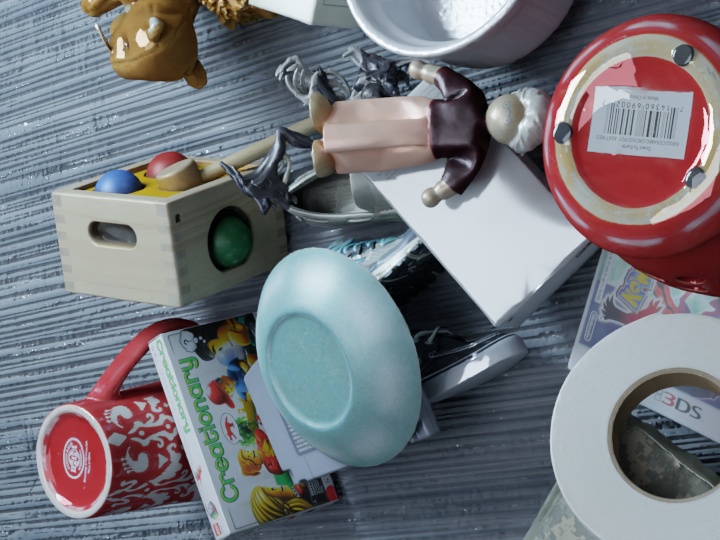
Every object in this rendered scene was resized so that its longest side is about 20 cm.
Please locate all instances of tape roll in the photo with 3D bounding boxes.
[{"bbox_3d":[0.246,0.131,1.375,0.202,0.037,0.204,-7,67,16],"label":"tape roll"}]

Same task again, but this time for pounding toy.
[{"bbox_3d":[-0.157,-0.063,1.695,0.199,0.184,0.143,6,110,38],"label":"pounding toy"}]

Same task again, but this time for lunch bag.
[{"bbox_3d":[0.227,0.230,1.437,0.164,0.117,0.201,40,114,29],"label":"lunch bag"}]

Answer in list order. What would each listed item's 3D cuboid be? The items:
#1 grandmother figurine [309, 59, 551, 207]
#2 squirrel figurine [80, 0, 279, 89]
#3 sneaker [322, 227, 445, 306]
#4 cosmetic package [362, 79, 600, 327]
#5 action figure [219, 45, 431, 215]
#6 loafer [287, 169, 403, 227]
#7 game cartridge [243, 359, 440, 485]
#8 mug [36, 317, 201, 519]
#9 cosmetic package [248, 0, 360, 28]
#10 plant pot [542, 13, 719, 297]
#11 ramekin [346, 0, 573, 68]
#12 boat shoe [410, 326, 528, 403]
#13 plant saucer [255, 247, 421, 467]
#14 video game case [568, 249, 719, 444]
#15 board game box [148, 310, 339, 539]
[{"bbox_3d":[0.060,-0.113,1.445,0.199,0.061,0.122,-6,92,16],"label":"grandmother figurine"},{"bbox_3d":[-0.166,-0.266,1.671,0.199,0.142,0.187,-18,48,12],"label":"squirrel figurine"},{"bbox_3d":[0.000,0.000,1.626,0.200,0.077,0.087,-42,66,33],"label":"sneaker"},{"bbox_3d":[0.099,-0.060,1.503,0.113,0.081,0.200,-42,78,12],"label":"cosmetic package"},{"bbox_3d":[-0.035,-0.143,1.580,0.200,0.119,0.102,-42,100,-3],"label":"action figure"},{"bbox_3d":[0.017,-0.075,1.604,0.199,0.070,0.070,-15,82,35],"label":"loafer"},{"bbox_3d":[-0.021,0.110,1.605,0.200,0.041,0.134,-25,83,47],"label":"game cartridge"},{"bbox_3d":[-0.212,0.151,1.729,0.133,0.200,0.178,-31,75,38],"label":"mug"},{"bbox_3d":[-0.021,-0.324,1.596,0.087,0.103,0.201,23,106,37],"label":"cosmetic package"},{"bbox_3d":[0.246,-0.085,1.334,0.200,0.182,0.202,-4,84,34],"label":"plant pot"},{"bbox_3d":[0.091,-0.265,1.492,0.200,0.098,0.202,-8,77,36],"label":"ramekin"},{"bbox_3d":[0.063,0.082,1.592,0.200,0.072,0.068,-28,78,44],"label":"boat shoe"},{"bbox_3d":[-0.033,0.082,1.553,0.200,0.039,0.202,19,118,40],"label":"plant saucer"},{"bbox_3d":[0.270,0.024,1.445,0.182,0.023,0.201,26,110,34],"label":"video game case"},{"bbox_3d":[-0.111,0.144,1.694,0.035,0.126,0.201,-36,72,53],"label":"board game box"}]
